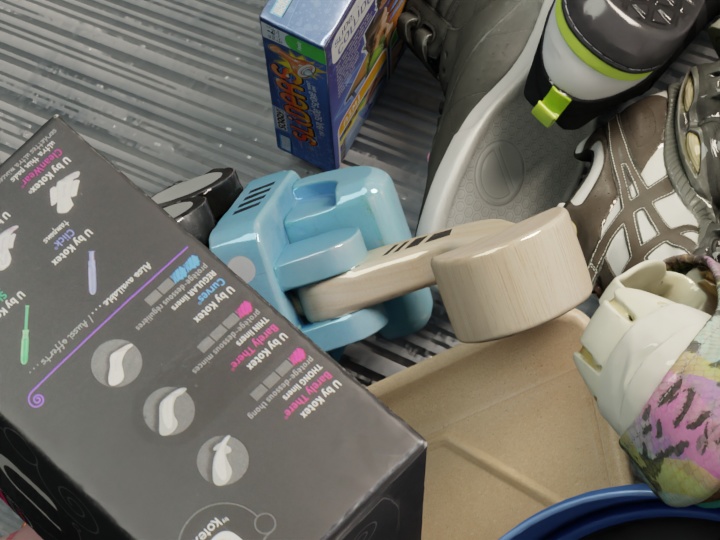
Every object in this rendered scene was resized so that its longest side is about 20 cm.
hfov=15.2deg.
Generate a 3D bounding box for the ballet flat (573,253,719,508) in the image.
[{"bbox_3d":[0.112,0.031,0.947,0.071,0.200,0.069,39,104,1],"label":"ballet flat"}]

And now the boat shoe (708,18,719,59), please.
[{"bbox_3d":[0.215,-0.082,1.107,0.060,0.072,0.201,-37,29,-7],"label":"boat shoe"}]

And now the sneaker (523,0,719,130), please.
[{"bbox_3d":[0.121,-0.124,1.190,0.200,0.072,0.083,-42,-8,-50],"label":"sneaker"}]

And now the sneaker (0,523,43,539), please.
[{"bbox_3d":[-0.092,0.180,1.090,0.104,0.075,0.201,-32,58,29],"label":"sneaker"}]

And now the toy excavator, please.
[{"bbox_3d":[0.000,0.000,1.124,0.199,0.101,0.195,-19,12,12],"label":"toy excavator"}]

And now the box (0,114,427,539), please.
[{"bbox_3d":[-0.081,0.059,1.032,0.200,0.122,0.106,40,70,18],"label":"box"}]

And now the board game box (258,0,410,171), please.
[{"bbox_3d":[0.017,-0.160,1.261,0.034,0.136,0.201,25,70,12],"label":"board game box"}]

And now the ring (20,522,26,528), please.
[{"bbox_3d":[-0.083,0.137,1.184,0.199,0.019,0.202,-16,50,20],"label":"ring"}]

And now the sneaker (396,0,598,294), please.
[{"bbox_3d":[0.053,-0.078,1.232,0.099,0.071,0.201,5,64,46],"label":"sneaker"}]

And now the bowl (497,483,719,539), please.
[{"bbox_3d":[0.114,0.173,0.956,0.199,0.039,0.202,3,98,21],"label":"bowl"}]

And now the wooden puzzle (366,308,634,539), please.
[{"bbox_3d":[0.037,0.137,1.075,0.184,0.037,0.201,-26,60,25],"label":"wooden puzzle"}]

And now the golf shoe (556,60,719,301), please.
[{"bbox_3d":[0.126,0.007,1.124,0.094,0.078,0.201,-18,41,26],"label":"golf shoe"}]
